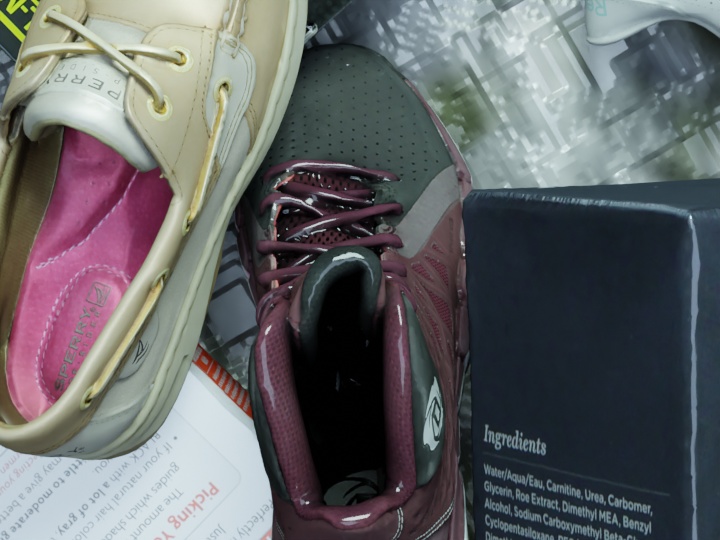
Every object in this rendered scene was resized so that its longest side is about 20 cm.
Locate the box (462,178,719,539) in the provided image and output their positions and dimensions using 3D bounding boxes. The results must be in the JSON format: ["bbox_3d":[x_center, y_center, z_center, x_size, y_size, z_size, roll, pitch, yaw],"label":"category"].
[{"bbox_3d":[0.142,0.072,0.823,0.196,0.117,0.201,-5,95,-28],"label":"box"}]

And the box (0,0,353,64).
[{"bbox_3d":[-0.063,-0.158,0.846,0.193,0.048,0.200,-40,104,17],"label":"box"}]

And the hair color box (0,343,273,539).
[{"bbox_3d":[-0.055,0.097,0.893,0.200,0.064,0.111,44,93,-1],"label":"hair color box"}]

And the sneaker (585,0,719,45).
[{"bbox_3d":[0.166,-0.079,0.879,0.200,0.075,0.089,15,107,5],"label":"sneaker"}]

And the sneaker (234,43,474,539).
[{"bbox_3d":[0.000,0.000,0.821,0.075,0.116,0.200,-7,62,1],"label":"sneaker"}]

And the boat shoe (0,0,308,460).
[{"bbox_3d":[-0.066,-0.041,0.809,0.074,0.069,0.200,14,96,18],"label":"boat shoe"}]
